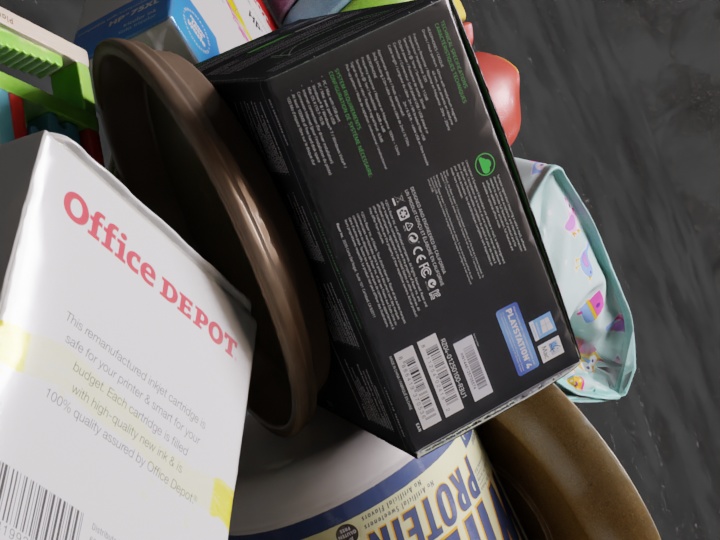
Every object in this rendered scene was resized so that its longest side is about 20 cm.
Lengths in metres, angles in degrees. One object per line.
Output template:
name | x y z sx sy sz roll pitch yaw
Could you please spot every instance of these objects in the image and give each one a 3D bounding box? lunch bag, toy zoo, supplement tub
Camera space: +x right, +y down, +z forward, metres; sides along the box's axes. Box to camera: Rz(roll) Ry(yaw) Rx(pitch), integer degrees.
lunch bag | 0.094 0.009 1.063 0.122 0.170 0.200 -52 132 -15
toy zoo | -0.158 -0.030 0.668 0.131 0.020 0.201 22 50 -56
supplement tub | 0.018 0.160 0.772 0.201 0.144 0.145 63 20 -13

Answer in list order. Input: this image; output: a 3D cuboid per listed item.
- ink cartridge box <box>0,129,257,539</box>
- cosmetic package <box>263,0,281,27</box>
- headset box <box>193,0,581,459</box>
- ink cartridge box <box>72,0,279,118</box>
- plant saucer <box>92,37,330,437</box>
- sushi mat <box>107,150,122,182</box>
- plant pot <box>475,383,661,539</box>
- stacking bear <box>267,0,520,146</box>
ink cartridge box | -0.118 0.075 0.551 0.145 0.083 0.201 46 40 -44
cosmetic package | -0.044 -0.224 1.086 0.107 0.090 0.202 25 50 -59
headset box | -0.007 -0.026 0.711 0.200 0.092 0.175 13 -53 67
ink cartridge box | -0.098 -0.133 0.865 0.116 0.067 0.201 56 19 -32
plant saucer | -0.068 -0.018 0.696 0.200 0.029 0.201 53 -20 29
sushi mat | -0.110 0.030 0.764 0.096 0.012 0.201 53 25 -36
plant pot | 0.090 0.125 0.802 0.200 0.027 0.201 47 -24 29
stacking bear | 0.024 -0.147 0.941 0.200 0.114 0.121 50 -20 1
